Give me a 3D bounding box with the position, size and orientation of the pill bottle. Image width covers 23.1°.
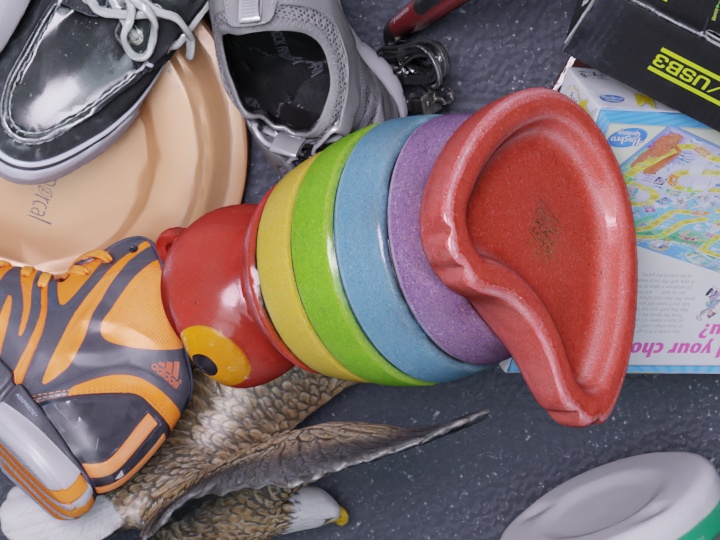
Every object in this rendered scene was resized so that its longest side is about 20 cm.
[{"bbox_3d":[0.151,0.197,0.833,0.113,0.113,0.201,-23,100,5],"label":"pill bottle"}]

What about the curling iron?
[{"bbox_3d":[0.061,-0.122,0.754,0.025,0.200,0.050,-27,84,-36],"label":"curling iron"}]

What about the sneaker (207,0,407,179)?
[{"bbox_3d":[-0.030,-0.073,0.760,0.074,0.082,0.200,-6,144,16],"label":"sneaker"}]

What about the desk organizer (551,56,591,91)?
[{"bbox_3d":[0.113,-0.048,0.805,0.071,0.077,0.201,28,100,-4],"label":"desk organizer"}]

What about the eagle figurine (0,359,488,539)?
[{"bbox_3d":[-0.049,0.088,0.810,0.152,0.151,0.200,41,111,16],"label":"eagle figurine"}]

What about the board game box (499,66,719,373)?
[{"bbox_3d":[0.164,-0.017,0.773,0.199,0.034,0.135,2,124,-23],"label":"board game box"}]

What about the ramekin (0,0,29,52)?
[{"bbox_3d":[-0.239,-0.163,0.743,0.199,0.098,0.202,0,91,22],"label":"ramekin"}]

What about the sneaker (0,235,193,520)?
[{"bbox_3d":[-0.155,0.013,0.797,0.200,0.078,0.112,43,67,13],"label":"sneaker"}]

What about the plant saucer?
[{"bbox_3d":[-0.152,-0.058,0.831,0.199,0.032,0.201,0,101,1],"label":"plant saucer"}]

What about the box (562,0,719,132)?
[{"bbox_3d":[0.195,-0.124,0.739,0.192,0.201,0.048,24,140,-4],"label":"box"}]

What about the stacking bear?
[{"bbox_3d":[0.000,0.000,0.711,0.199,0.114,0.122,-11,131,39],"label":"stacking bear"}]

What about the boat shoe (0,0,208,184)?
[{"bbox_3d":[-0.096,-0.122,0.770,0.074,0.068,0.199,45,81,-2],"label":"boat shoe"}]
